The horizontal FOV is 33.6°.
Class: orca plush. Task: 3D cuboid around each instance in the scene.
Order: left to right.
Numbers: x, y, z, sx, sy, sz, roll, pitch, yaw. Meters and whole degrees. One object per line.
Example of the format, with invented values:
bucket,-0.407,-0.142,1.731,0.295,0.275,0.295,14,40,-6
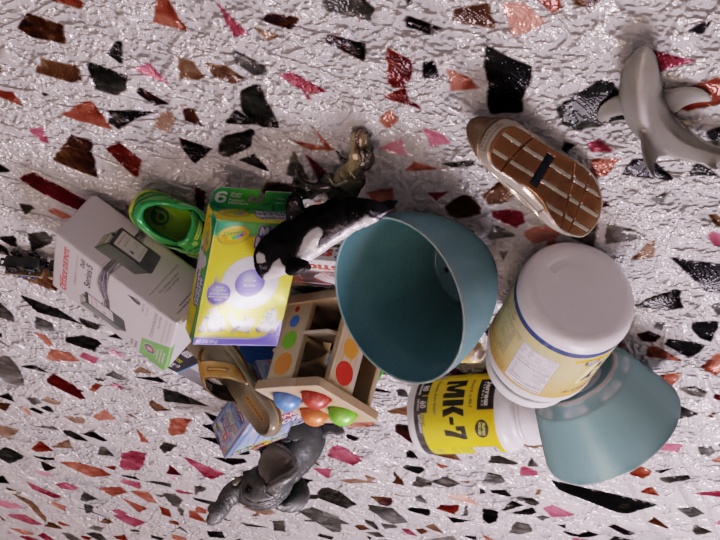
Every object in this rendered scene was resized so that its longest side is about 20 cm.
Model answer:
orca plush,-0.059,-0.054,1.360,0.199,0.105,0.071,-18,119,45

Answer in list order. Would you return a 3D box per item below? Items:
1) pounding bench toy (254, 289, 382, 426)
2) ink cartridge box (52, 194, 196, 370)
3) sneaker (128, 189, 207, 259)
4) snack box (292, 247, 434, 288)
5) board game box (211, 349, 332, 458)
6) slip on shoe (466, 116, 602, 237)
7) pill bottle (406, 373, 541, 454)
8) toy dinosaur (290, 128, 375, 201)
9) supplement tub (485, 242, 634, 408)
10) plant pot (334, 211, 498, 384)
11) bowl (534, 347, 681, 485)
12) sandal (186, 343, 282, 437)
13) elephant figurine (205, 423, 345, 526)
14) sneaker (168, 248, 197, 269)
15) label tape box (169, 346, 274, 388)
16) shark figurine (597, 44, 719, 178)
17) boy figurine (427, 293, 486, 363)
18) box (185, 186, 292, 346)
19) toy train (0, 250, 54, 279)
pounding bench toy,-0.022,0.143,1.639,0.124,0.157,0.200,-8,148,42
ink cartridge box,-0.302,0.017,1.566,0.199,0.084,0.146,36,147,6
sneaker,-0.196,-0.040,1.488,0.199,0.075,0.084,18,-171,-8
snack box,0.000,0.000,1.546,0.198,0.024,0.072,5,149,12
board game box,-0.108,0.184,1.747,0.199,0.062,0.200,-17,156,-20
slip on shoe,0.187,-0.104,1.289,0.199,0.076,0.061,28,-174,-37
pill bottle,0.177,0.205,1.720,0.199,0.115,0.114,-7,143,28
toy dinosaur,-0.037,-0.096,1.394,0.087,0.048,0.200,8,152,-5
supplement tub,0.237,0.073,1.461,0.143,0.145,0.200,15,149,-3
plant pot,0.085,0.016,1.413,0.199,0.134,0.202,20,120,38
bowl,0.310,0.175,1.580,0.200,0.201,0.105,-17,117,39
sandal,-0.186,0.153,1.645,0.200,0.054,0.080,50,140,14
elephant figurine,-0.141,0.337,1.960,0.141,0.201,0.155,32,143,-28
sneaker,-0.189,0.001,1.570,0.199,0.080,0.078,24,148,-14
label tape box,-0.235,0.131,1.803,0.144,0.064,0.199,33,143,-28
shark figurine,0.317,-0.123,1.182,0.214,0.090,0.128,28,147,-19
boy figurine,0.108,0.086,1.585,0.124,0.065,0.200,33,161,4
box,-0.140,-0.004,1.459,0.117,0.048,0.201,2,116,-24
toy train,-0.417,0.000,1.696,0.198,0.034,0.046,6,160,10
